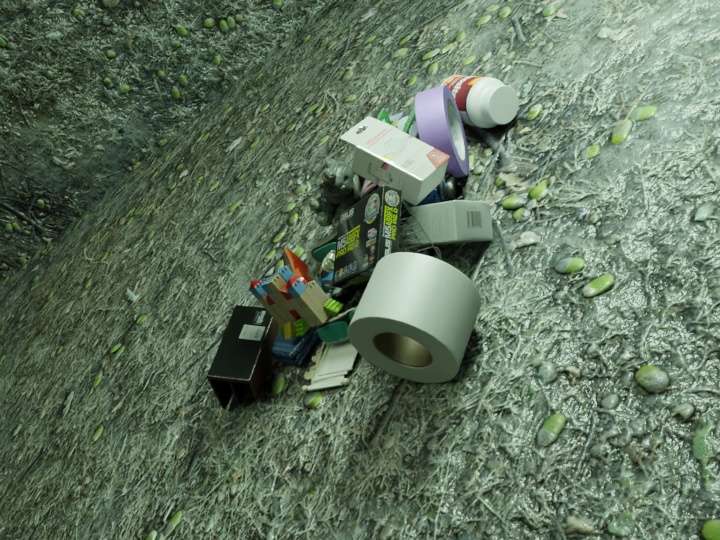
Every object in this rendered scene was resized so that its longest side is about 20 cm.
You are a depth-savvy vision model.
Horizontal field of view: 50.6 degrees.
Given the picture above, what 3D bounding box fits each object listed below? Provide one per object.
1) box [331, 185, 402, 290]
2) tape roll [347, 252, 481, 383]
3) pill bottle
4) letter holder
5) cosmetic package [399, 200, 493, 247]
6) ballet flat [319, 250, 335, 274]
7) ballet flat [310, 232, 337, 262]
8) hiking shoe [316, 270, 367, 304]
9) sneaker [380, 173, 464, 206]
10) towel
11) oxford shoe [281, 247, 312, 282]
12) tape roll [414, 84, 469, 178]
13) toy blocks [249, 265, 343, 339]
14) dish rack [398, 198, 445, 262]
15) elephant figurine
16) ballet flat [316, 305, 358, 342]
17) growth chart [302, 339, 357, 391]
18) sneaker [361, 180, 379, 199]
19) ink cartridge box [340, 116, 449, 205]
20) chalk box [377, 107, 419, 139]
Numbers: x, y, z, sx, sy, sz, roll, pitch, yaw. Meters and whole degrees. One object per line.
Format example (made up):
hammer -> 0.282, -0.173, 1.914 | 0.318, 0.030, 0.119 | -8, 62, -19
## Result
box -> 0.010, -0.060, 1.504 | 0.200, 0.044, 0.161 | -25, 56, 60
tape roll -> 0.094, 0.083, 1.317 | 0.202, 0.203, 0.139 | -9, 46, 45
pill bottle -> 0.271, -0.390, 1.761 | 0.113, 0.113, 0.200 | -49, 31, -7
letter holder -> -0.249, 0.202, 1.707 | 0.100, 0.142, 0.200 | 5, 48, 13
cosmetic package -> 0.152, -0.091, 1.527 | 0.200, 0.113, 0.082 | -6, 87, 50
ballet flat -> -0.038, -0.024, 1.736 | 0.200, 0.069, 0.070 | -12, 43, 43
ballet flat -> -0.034, -0.074, 1.796 | 0.200, 0.067, 0.064 | -19, 31, 36
hiking shoe -> 0.000, 0.000, 1.613 | 0.199, 0.074, 0.087 | -24, 64, 11
sneaker -> 0.139, -0.167, 1.593 | 0.111, 0.200, 0.077 | -13, 76, 40
towel -> -0.114, 0.115, 1.681 | 0.111, 0.049, 0.200 | 4, 57, 52
oxford shoe -> -0.170, 0.010, 1.854 | 0.073, 0.071, 0.200 | -45, 30, 10
tape roll -> 0.180, -0.298, 1.664 | 0.065, 0.200, 0.201 | -12, 41, 18
toy blocks -> -0.145, 0.054, 1.578 | 0.200, 0.137, 0.100 | -18, 26, 53
dish rack -> 0.079, -0.035, 1.495 | 0.153, 0.054, 0.200 | -48, 64, 42
elephant figurine -> -0.044, -0.203, 1.775 | 0.141, 0.200, 0.155 | -12, 48, -17
ballet flat -> -0.006, 0.097, 1.522 | 0.200, 0.072, 0.072 | -13, 43, 41
growth chart -> -0.042, 0.162, 1.567 | 0.144, 0.018, 0.200 | -9, 46, 46
sneaker -> 0.035, -0.171, 1.846 | 0.082, 0.070, 0.200 | -50, 24, 36
ink cartridge box -> 0.064, -0.226, 1.545 | 0.200, 0.068, 0.116 | 31, 47, 18
chalk box -> 0.091, -0.281, 1.758 | 0.124, 0.200, 0.125 | -12, 43, 43
